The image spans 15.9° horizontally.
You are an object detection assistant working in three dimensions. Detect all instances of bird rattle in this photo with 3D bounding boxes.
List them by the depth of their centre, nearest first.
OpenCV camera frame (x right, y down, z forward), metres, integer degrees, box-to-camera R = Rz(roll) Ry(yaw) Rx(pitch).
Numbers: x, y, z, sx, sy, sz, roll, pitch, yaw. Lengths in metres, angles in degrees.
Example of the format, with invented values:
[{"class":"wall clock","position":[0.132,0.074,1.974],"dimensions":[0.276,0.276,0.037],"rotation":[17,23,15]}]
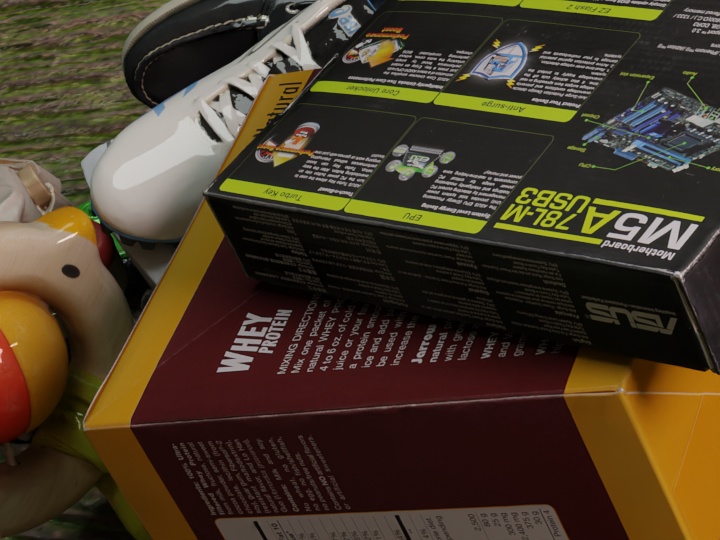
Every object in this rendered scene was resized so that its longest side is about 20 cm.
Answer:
[{"class":"bird rattle","position":[-0.153,0.062,1.039],"dimensions":[0.200,0.163,0.113],"rotation":[-20,21,-18]}]

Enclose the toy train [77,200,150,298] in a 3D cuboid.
[{"class":"toy train","position":[-0.048,-0.032,1.279],"dimensions":[0.200,0.042,0.056],"rotation":[-17,41,-6]}]

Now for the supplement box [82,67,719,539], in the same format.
[{"class":"supplement box","position":[0.045,0.028,0.907],"dimensions":[0.200,0.133,0.197],"rotation":[-6,39,28]}]

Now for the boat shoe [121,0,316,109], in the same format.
[{"class":"boat shoe","position":[-0.011,-0.089,1.153],"dimensions":[0.199,0.075,0.066],"rotation":[-1,39,3]}]

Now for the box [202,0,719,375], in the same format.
[{"class":"box","position":[0.080,-0.059,0.840],"dimensions":[0.200,0.048,0.193],"rotation":[10,50,41]}]

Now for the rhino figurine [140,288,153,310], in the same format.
[{"class":"rhino figurine","position":[0.000,0.000,1.147],"dimensions":[0.200,0.060,0.087],"rotation":[-6,27,41]}]

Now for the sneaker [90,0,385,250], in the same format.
[{"class":"sneaker","position":[-0.026,-0.076,1.064],"dimensions":[0.200,0.072,0.072],"rotation":[-29,62,-17]}]

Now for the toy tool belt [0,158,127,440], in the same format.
[{"class":"toy tool belt","position":[-0.168,0.017,1.182],"dimensions":[0.200,0.123,0.125],"rotation":[15,52,38]}]

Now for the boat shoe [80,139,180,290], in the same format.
[{"class":"boat shoe","position":[-0.080,-0.026,1.133],"dimensions":[0.057,0.069,0.200],"rotation":[-36,25,0]}]
